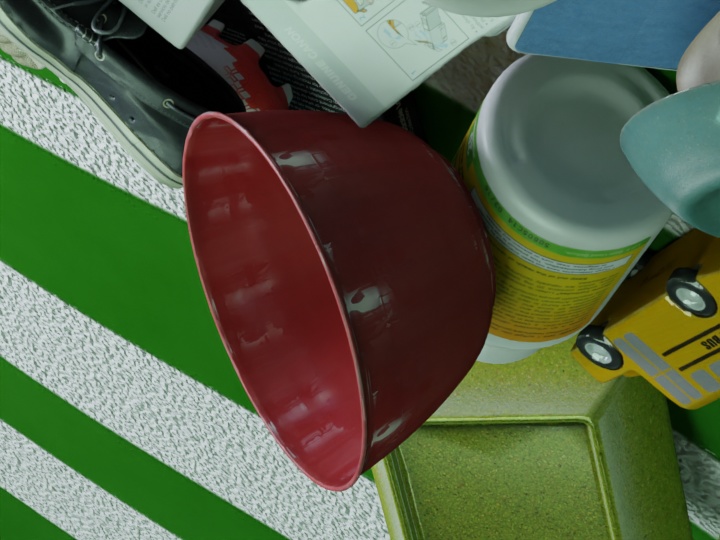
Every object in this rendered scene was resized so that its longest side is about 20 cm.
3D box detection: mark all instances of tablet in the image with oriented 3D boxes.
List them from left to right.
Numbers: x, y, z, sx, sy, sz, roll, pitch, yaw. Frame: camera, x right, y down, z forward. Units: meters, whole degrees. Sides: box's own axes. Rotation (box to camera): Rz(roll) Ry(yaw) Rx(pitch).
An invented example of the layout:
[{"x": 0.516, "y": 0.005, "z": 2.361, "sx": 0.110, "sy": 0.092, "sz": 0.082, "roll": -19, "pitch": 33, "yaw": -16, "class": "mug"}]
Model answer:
[{"x": 0.150, "y": -0.142, "z": 1.114, "sx": 0.129, "sy": 0.014, "sz": 0.200, "roll": 5, "pitch": 155, "yaw": -11, "class": "tablet"}]

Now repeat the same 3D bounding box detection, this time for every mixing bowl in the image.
[{"x": 0.000, "y": 0.000, "z": 1.273, "sx": 0.200, "sy": 0.108, "sz": 0.201, "roll": 53, "pitch": 154, "yaw": 39, "class": "mixing bowl"}]

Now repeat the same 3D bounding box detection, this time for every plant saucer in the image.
[{"x": 0.092, "y": 0.132, "z": 1.519, "sx": 0.198, "sy": 0.048, "sz": 0.201, "roll": -2, "pitch": 121, "yaw": 22, "class": "plant saucer"}, {"x": 0.214, "y": -0.043, "z": 1.110, "sx": 0.198, "sy": 0.036, "sz": 0.200, "roll": 1, "pitch": 165, "yaw": 0, "class": "plant saucer"}]

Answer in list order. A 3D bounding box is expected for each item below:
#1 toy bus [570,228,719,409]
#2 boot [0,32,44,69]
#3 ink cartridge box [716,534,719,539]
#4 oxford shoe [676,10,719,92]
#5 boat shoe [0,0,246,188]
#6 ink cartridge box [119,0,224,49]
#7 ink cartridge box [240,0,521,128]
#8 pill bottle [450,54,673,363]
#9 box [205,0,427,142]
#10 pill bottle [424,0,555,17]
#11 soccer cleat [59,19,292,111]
[{"x": 0.189, "y": 0.018, "z": 1.330, "sx": 0.078, "sy": 0.065, "sz": 0.200, "roll": 39, "pitch": 153, "yaw": -6, "class": "toy bus"}, {"x": -0.209, "y": -0.196, "z": 1.482, "sx": 0.155, "sy": 0.072, "sz": 0.200, "roll": 47, "pitch": 157, "yaw": -17, "class": "boot"}, {"x": 0.298, "y": 0.172, "z": 1.342, "sx": 0.200, "sy": 0.148, "sz": 0.076, "roll": 38, "pitch": 154, "yaw": -1, "class": "ink cartridge box"}, {"x": 0.197, "y": -0.111, "z": 1.051, "sx": 0.199, "sy": 0.074, "sz": 0.071, "roll": -30, "pitch": 78, "yaw": 44, "class": "oxford shoe"}, {"x": -0.137, "y": -0.130, "z": 1.324, "sx": 0.062, "sy": 0.075, "sz": 0.200, "roll": -35, "pitch": 109, "yaw": 27, "class": "boat shoe"}, {"x": -0.123, "y": -0.235, "z": 1.265, "sx": 0.199, "sy": 0.088, "sz": 0.145, "roll": 37, "pitch": 139, "yaw": -2, "class": "ink cartridge box"}, {"x": 0.002, "y": -0.188, "z": 1.170, "sx": 0.173, "sy": 0.044, "sz": 0.200, "roll": -34, "pitch": 109, "yaw": 31, "class": "ink cartridge box"}, {"x": 0.093, "y": -0.026, "z": 1.327, "sx": 0.111, "sy": 0.111, "sz": 0.200, "roll": 36, "pitch": 153, "yaw": 4, "class": "pill bottle"}, {"x": -0.035, "y": -0.118, "z": 1.428, "sx": 0.142, "sy": 0.036, "sz": 0.201, "roll": 23, "pitch": 149, "yaw": 30, "class": "box"}, {"x": 0.048, "y": -0.181, "z": 1.018, "sx": 0.111, "sy": 0.111, "sz": 0.200, "roll": 46, "pitch": -166, "yaw": -16, "class": "pill bottle"}, {"x": -0.122, "y": -0.119, "z": 1.402, "sx": 0.200, "sy": 0.085, "sz": 0.069, "roll": 43, "pitch": 154, "yaw": -6, "class": "soccer cleat"}]
